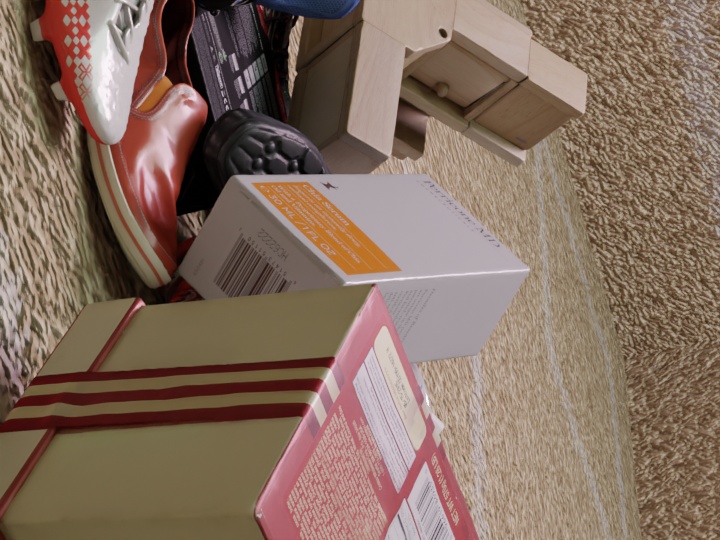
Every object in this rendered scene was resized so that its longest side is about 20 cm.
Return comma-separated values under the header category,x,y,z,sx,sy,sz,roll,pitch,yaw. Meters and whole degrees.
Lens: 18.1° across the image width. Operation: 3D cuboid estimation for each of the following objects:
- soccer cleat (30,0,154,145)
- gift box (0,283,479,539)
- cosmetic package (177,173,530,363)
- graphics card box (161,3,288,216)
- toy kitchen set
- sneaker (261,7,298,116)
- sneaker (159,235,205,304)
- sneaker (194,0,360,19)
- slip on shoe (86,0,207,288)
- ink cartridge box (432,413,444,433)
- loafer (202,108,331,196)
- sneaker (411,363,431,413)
category,x,y,z,sx,sy,sz,roll,pitch,yaw
soccer cleat,-0.134,-0.166,1.250,0.069,0.085,0.201,55,25,-63
gift box,-0.066,0.119,1.040,0.200,0.185,0.186,-57,134,-53
cosmetic package,0.000,0.000,1.319,0.101,0.072,0.199,43,24,25
graphics card box,-0.097,-0.120,1.473,0.200,0.050,0.126,-65,142,-73
toy kitchen set,0.029,-0.085,1.601,0.199,0.163,0.181,28,49,-26
sneaker,-0.069,-0.184,1.613,0.081,0.074,0.202,14,66,-77
sneaker,-0.097,0.032,1.308,0.108,0.068,0.201,42,27,29
sneaker,-0.077,-0.188,1.402,0.199,0.079,0.090,15,40,-40
slip on shoe,-0.119,-0.084,1.302,0.074,0.061,0.201,61,21,-58
ink cartridge box,-0.035,0.041,1.552,0.176,0.045,0.200,43,-3,24
loafer,-0.050,-0.049,1.382,0.070,0.068,0.201,41,-1,29
sneaker,0.010,0.109,1.366,0.080,0.070,0.201,21,43,-63
